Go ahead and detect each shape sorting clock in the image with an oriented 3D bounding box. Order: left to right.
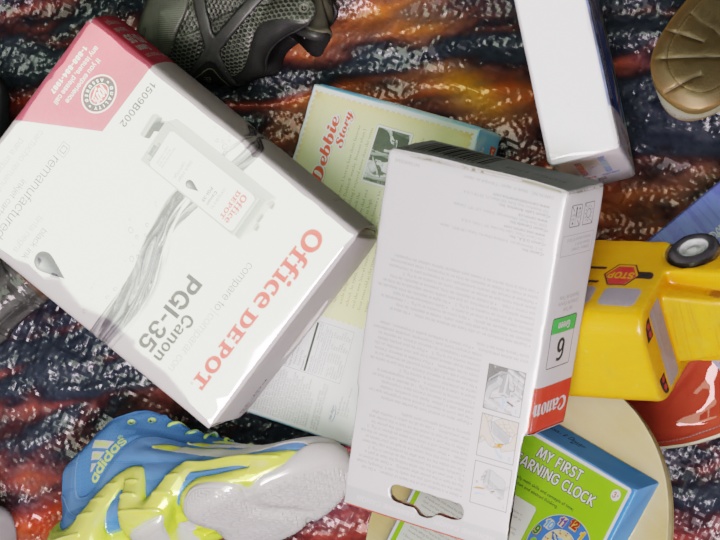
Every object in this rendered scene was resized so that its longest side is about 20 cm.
[{"bbox_3d":[0.087,0.151,1.502,0.199,0.039,0.201,-15,65,34],"label":"shape sorting clock"}]

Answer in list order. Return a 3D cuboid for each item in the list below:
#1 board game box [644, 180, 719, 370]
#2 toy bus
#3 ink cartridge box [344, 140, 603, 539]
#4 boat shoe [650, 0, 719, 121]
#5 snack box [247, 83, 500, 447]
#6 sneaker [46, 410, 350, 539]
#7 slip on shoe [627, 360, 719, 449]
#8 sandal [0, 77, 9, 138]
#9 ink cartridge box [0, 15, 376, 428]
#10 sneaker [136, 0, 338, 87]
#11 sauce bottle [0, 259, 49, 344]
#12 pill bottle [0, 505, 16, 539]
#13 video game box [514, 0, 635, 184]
[{"bbox_3d":[0.292,0.006,1.534,0.200,0.041,0.200,-39,81,-5],"label":"board game box"},{"bbox_3d":[0.120,0.026,1.495,0.199,0.078,0.065,2,127,30],"label":"toy bus"},{"bbox_3d":[0.059,0.040,1.453,0.108,0.050,0.201,15,105,28],"label":"ink cartridge box"},{"bbox_3d":[0.238,-0.167,1.558,0.200,0.066,0.074,-44,80,-7],"label":"boat shoe"},{"bbox_3d":[0.000,0.000,1.598,0.116,0.037,0.201,17,91,27],"label":"snack box"},{"bbox_3d":[-0.100,0.114,1.581,0.199,0.076,0.106,-21,54,15],"label":"sneaker"},{"bbox_3d":[0.140,0.066,1.570,0.198,0.061,0.075,3,86,10],"label":"slip on shoe"},{"bbox_3d":[-0.264,-0.033,1.667,0.076,0.043,0.201,21,101,18],"label":"sandal"},{"bbox_3d":[-0.111,-0.028,1.550,0.200,0.083,0.147,38,96,5],"label":"ink cartridge box"},{"bbox_3d":[-0.050,-0.202,1.612,0.114,0.076,0.201,20,95,9],"label":"sneaker"},{"bbox_3d":[-0.161,-0.031,1.630,0.200,0.065,0.065,-41,81,5],"label":"sauce bottle"},{"bbox_3d":[-0.318,0.168,1.627,0.199,0.113,0.114,17,91,12],"label":"pill bottle"},{"bbox_3d":[0.112,-0.151,1.523,0.046,0.182,0.201,-12,86,6],"label":"video game box"}]
